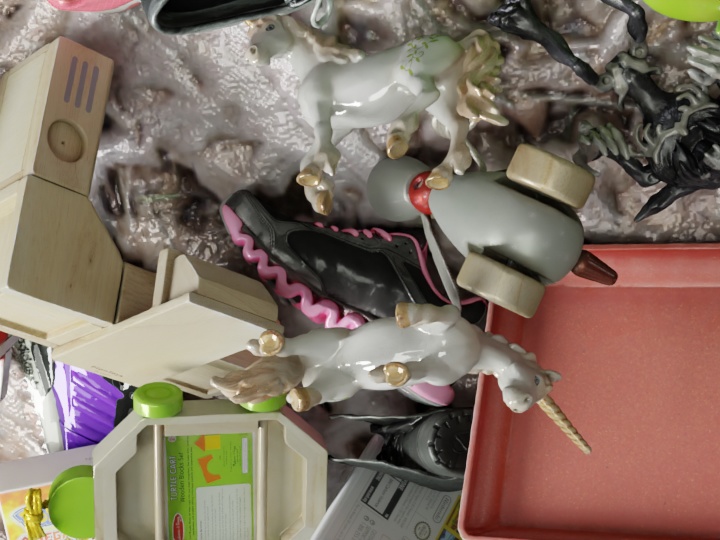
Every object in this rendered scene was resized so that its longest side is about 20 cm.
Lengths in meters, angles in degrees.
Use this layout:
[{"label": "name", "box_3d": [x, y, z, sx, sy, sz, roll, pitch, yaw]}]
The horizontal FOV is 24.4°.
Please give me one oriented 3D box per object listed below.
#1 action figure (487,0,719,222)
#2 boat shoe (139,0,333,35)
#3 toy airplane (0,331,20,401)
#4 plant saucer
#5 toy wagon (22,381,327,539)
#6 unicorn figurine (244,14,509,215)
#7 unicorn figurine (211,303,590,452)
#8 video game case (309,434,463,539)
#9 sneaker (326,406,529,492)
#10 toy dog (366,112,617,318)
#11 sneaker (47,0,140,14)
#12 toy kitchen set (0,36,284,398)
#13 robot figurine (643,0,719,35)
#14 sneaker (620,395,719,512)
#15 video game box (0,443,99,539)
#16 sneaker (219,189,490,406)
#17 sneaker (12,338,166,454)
[{"label": "action figure", "box_3d": [0.169, -0.104, 0.987, 0.200, 0.102, 0.119, 44, 103, -3]}, {"label": "boat shoe", "box_3d": [-0.035, -0.187, 0.988, 0.199, 0.068, 0.074, -13, 133, -10]}, {"label": "toy airplane", "box_3d": [-0.326, 0.028, 1.114, 0.199, 0.141, 0.200, -27, 86, 38]}, {"label": "plant saucer", "box_3d": [0.171, 0.081, 1.026, 0.199, 0.201, 0.037, 0, 154, 22]}, {"label": "toy wagon", "box_3d": [-0.122, 0.146, 1.100, 0.199, 0.040, 0.156, -2, 114, -10]}, {"label": "unicorn figurine", "box_3d": [-0.003, -0.108, 1.018, 0.199, 0.138, 0.074, -1, 148, 12]}, {"label": "unicorn figurine", "box_3d": [0.026, 0.054, 0.970, 0.199, 0.137, 0.074, 8, 89, 23]}, {"label": "video game case", "box_3d": [0.044, 0.224, 1.093, 0.182, 0.200, 0.023, 36, 132, -1]}, {"label": "sneaker", "box_3d": [0.085, 0.119, 1.114, 0.199, 0.104, 0.060, 7, 79, -22]}, {"label": "toy dog", "box_3d": [0.086, -0.030, 1.011, 0.096, 0.200, 0.132, 29, 109, -29]}, {"label": "sneaker", "box_3d": [-0.113, -0.210, 1.023, 0.200, 0.087, 0.074, -29, 99, 22]}, {"label": "toy kitchen set", "box_3d": [-0.124, -0.036, 1.075, 0.200, 0.181, 0.163, 23, 153, -34]}, {"label": "robot figurine", "box_3d": [0.171, -0.221, 0.908, 0.175, 0.116, 0.200, -31, 72, -5]}, {"label": "sneaker", "box_3d": [0.237, 0.089, 1.057, 0.200, 0.085, 0.075, -25, 145, -2]}, {"label": "video game box", "box_3d": [-0.140, 0.202, 1.167, 0.199, 0.047, 0.183, -11, 113, -8]}, {"label": "sneaker", "box_3d": [0.000, 0.000, 1.096, 0.200, 0.079, 0.095, 37, 88, 2]}, {"label": "sneaker", "box_3d": [-0.171, 0.100, 1.170, 0.099, 0.070, 0.201, -11, 108, 16]}]
